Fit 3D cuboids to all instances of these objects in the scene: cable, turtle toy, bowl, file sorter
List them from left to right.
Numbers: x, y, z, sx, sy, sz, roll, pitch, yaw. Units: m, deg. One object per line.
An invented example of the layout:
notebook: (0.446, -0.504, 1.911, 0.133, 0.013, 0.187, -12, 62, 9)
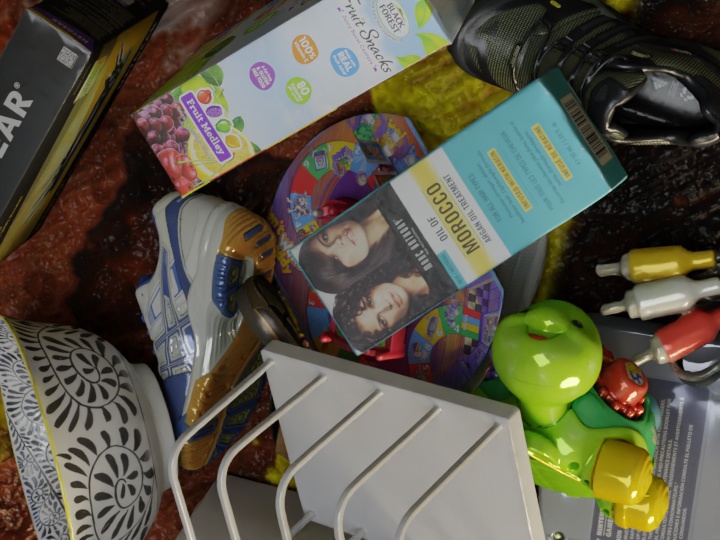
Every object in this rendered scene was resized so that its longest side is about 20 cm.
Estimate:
bowl: (-0.183, 0.118, 1.451, 0.093, 0.201, 0.203, -14, 107, -18)
file sorter: (-0.004, 0.151, 1.296, 0.199, 0.124, 0.140, 14, 129, 39)
turtle toy: (0.126, 0.087, 1.321, 0.145, 0.200, 0.102, 14, 75, 20)
cable: (0.253, 0.006, 1.337, 0.199, 0.050, 0.098, -23, 74, 15)

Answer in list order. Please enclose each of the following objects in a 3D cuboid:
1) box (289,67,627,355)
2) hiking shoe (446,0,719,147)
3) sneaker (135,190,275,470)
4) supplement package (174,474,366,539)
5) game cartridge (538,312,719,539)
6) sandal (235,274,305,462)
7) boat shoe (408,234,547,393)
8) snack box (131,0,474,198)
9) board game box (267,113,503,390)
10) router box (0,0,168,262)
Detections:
box: (0.058, -0.035, 1.291, 0.199, 0.049, 0.083, -34, 90, 23)
hiking shoe: (0.146, -0.127, 1.311, 0.198, 0.101, 0.076, 15, 109, 8)
sneaker: (-0.114, 0.038, 1.455, 0.088, 0.075, 0.202, 25, 116, 29)
supplement package: (-0.030, 0.239, 1.463, 0.198, 0.121, 0.121, 14, 111, 9)
game cartridge: (0.188, 0.130, 1.422, 0.132, 0.041, 0.202, 8, 109, 7)
sandal: (-0.043, 0.095, 1.422, 0.054, 0.082, 0.201, -29, 119, 1)
boat shoe: (0.059, 0.034, 1.405, 0.062, 0.072, 0.201, 37, 106, 47)
snack box: (-0.027, -0.142, 1.311, 0.199, 0.169, 0.068, -27, 104, 19)
board game box: (0.000, 0.000, 1.375, 0.158, 0.039, 0.201, -39, 70, 33)
router box: (-0.215, -0.093, 1.378, 0.052, 0.157, 0.201, 33, 113, 1)
